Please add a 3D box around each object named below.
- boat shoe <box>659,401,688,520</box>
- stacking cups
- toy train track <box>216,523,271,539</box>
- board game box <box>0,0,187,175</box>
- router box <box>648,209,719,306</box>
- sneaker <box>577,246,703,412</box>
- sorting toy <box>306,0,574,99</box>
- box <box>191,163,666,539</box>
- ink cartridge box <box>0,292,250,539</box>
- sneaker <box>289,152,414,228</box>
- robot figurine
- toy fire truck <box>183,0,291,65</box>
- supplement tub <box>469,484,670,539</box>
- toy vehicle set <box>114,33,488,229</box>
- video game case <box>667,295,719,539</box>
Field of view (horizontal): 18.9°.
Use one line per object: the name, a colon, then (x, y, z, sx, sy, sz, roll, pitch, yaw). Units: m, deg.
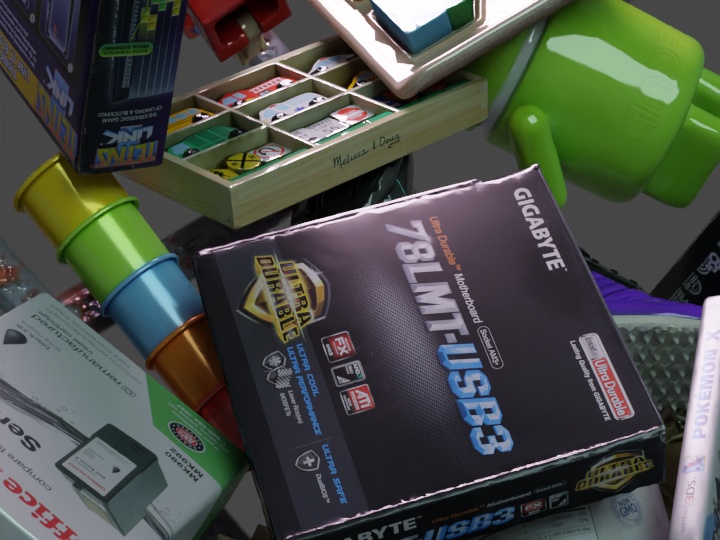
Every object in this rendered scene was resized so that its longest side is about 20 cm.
boat shoe: (0.236, 0.086, 1.303, 0.200, 0.063, 0.073, -27, 72, -36)
stacking cups: (-0.107, 0.020, 1.196, 0.060, 0.061, 0.200, -34, 79, -37)
toy train track: (-0.012, 0.183, 1.080, 0.114, 0.033, 0.200, 24, 6, -29)
board game box: (-0.161, -0.176, 1.192, 0.056, 0.166, 0.200, -11, 41, -29)
router box: (0.277, -0.023, 1.340, 0.200, 0.150, 0.062, -28, 72, -35)
sneaker: (0.138, 0.022, 1.279, 0.199, 0.070, 0.100, 4, 44, -3)
sorting toy: (0.062, -0.197, 1.327, 0.185, 0.037, 0.200, -31, 38, -8)
box: (0.031, 0.048, 1.109, 0.198, 0.050, 0.200, -15, 49, -5)
ink cartridge box: (-0.158, 0.106, 1.038, 0.146, 0.084, 0.200, 38, 20, 4)
sneaker: (0.000, 0.000, 1.262, 0.079, 0.075, 0.200, 49, 37, -27)
robot figurine: (0.135, -0.118, 1.358, 0.199, 0.116, 0.176, 25, 44, -4)
toy fire truck: (-0.090, -0.167, 1.248, 0.049, 0.200, 0.141, -35, 76, -4)
supplement tub: (0.100, 0.141, 1.161, 0.131, 0.132, 0.201, 1, 57, -24)
toy vehicle set: (-0.037, -0.087, 1.274, 0.200, 0.027, 0.124, -26, 35, -35)
video game case: (0.213, 0.146, 1.180, 0.022, 0.200, 0.183, -8, 40, 23)
